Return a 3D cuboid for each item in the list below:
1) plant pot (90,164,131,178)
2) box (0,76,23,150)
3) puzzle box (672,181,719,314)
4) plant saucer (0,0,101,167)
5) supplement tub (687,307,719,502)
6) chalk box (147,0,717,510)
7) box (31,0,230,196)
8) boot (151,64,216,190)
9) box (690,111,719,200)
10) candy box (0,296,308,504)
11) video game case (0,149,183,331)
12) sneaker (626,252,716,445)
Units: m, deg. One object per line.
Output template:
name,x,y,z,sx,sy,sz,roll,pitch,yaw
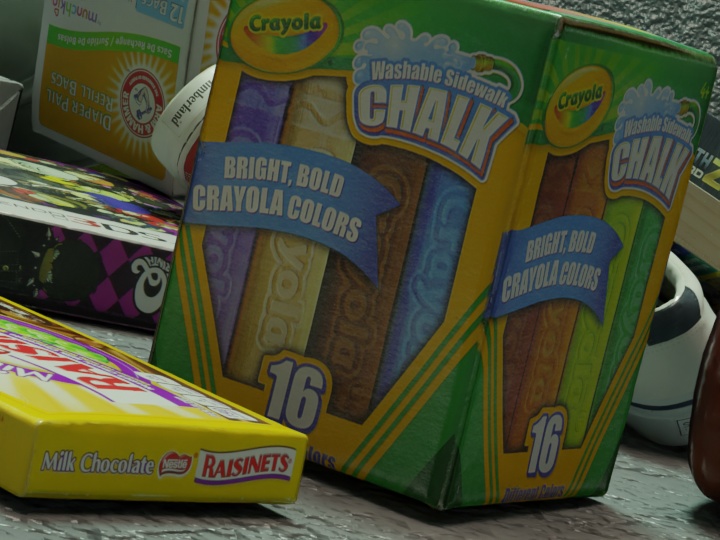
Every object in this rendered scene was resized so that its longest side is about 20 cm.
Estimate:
plant pot,-0.135,-0.142,1.493,0.200,0.201,0.193,12,19,-13
box,-0.264,-0.089,1.255,0.116,0.060,0.200,8,9,-41
puzzle box,0.145,-0.004,1.163,0.133,0.025,0.200,33,-4,-2
plant saucer,-0.177,-0.136,1.297,0.200,0.201,0.050,17,31,20
supplement tub,0.220,0.057,0.904,0.200,0.107,0.107,18,8,21
chalk box,0.030,-0.036,0.866,0.124,0.200,0.124,18,9,31
box,-0.039,-0.102,1.239,0.200,0.102,0.112,-6,22,-42
boot,0.000,0.000,1.131,0.144,0.072,0.200,44,2,22
box,0.158,-0.033,1.262,0.200,0.051,0.158,33,-7,6
candy box,-0.118,0.028,0.791,0.102,0.026,0.200,3,13,-45
video game case,-0.144,-0.021,1.071,0.181,0.036,0.200,13,7,-22
sneaker,0.088,-0.003,1.089,0.073,0.071,0.200,-31,35,-20
